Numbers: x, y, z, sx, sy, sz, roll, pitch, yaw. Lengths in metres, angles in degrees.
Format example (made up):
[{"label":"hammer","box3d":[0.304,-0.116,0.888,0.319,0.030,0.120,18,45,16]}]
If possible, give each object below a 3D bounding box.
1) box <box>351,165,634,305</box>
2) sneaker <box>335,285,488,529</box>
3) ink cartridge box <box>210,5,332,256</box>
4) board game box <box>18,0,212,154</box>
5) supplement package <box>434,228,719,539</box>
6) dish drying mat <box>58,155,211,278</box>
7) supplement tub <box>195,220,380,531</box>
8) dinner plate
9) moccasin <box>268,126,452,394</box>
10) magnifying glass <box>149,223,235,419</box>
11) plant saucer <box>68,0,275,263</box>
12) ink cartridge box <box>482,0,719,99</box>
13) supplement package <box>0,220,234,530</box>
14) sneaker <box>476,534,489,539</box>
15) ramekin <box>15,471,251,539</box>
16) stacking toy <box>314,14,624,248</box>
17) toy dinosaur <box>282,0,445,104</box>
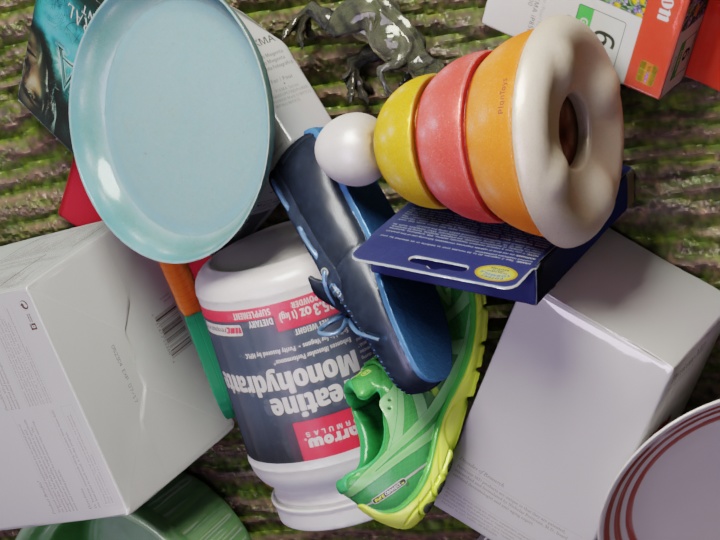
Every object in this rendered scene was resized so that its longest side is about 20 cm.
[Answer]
[{"label":"box","box3d":[0.088,-0.027,1.582,0.121,0.200,0.033,11,119,26]},{"label":"sneaker","box3d":[0.035,0.074,1.643,0.083,0.201,0.074,19,160,-9]},{"label":"ink cartridge box","box3d":[-0.114,-0.135,1.739,0.201,0.057,0.163,62,142,16]},{"label":"board game box","box3d":[-0.177,-0.127,1.755,0.200,0.028,0.136,42,133,30]},{"label":"supplement package","box3d":[0.153,0.092,1.649,0.119,0.121,0.201,30,124,16]},{"label":"dish drying mat","box3d":[-0.142,-0.025,1.832,0.199,0.018,0.077,31,125,16]},{"label":"supplement tub","box3d":[-0.029,0.072,1.734,0.140,0.140,0.201,-8,108,32]},{"label":"dinner plate","box3d":[0.253,0.153,1.617,0.199,0.024,0.201,-7,127,-10]},{"label":"moccasin","box3d":[0.000,0.000,1.621,0.068,0.080,0.201,-35,64,27]},{"label":"magnifying glass","box3d":[-0.119,0.037,1.773,0.022,0.080,0.200,-19,139,3]},{"label":"plant saucer","box3d":[-0.127,-0.106,1.662,0.199,0.027,0.201,7,100,42]},{"label":"ink cartridge box","box3d":[0.186,-0.177,1.550,0.199,0.050,0.109,26,123,19]},{"label":"supplement package","box3d":[-0.242,0.082,1.848,0.199,0.147,0.192,-11,107,39]},{"label":"sneaker","box3d":[0.152,0.260,1.753,0.201,0.077,0.147,11,120,27]},{"label":"ramekin","box3d":[-0.175,0.253,1.929,0.199,0.098,0.201,13,118,25]},{"label":"stacking toy","box3d":[0.060,-0.087,1.545,0.199,0.146,0.147,0,112,30]},{"label":"toy dinosaur","box3d":[-0.003,-0.170,1.667,0.200,0.047,0.088,55,134,11]}]
